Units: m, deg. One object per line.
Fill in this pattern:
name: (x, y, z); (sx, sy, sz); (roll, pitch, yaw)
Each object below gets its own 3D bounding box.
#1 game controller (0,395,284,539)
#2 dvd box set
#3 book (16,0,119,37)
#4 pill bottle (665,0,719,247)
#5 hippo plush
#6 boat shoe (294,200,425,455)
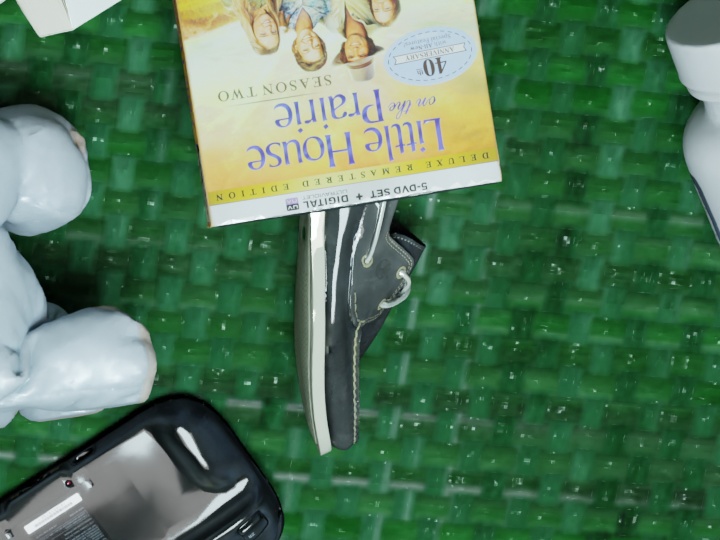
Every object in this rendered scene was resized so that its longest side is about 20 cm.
game controller: (-0.142, 0.150, 1.550); (0.200, 0.042, 0.104); (-33, 98, 4)
dvd box set: (-0.018, -0.129, 1.426); (0.146, 0.029, 0.200); (-8, 91, -5)
book: (-0.092, -0.203, 1.279); (0.200, 0.048, 0.134); (-39, 111, -38)
pill bottle: (0.230, -0.048, 1.483); (0.120, 0.120, 0.200); (-25, 113, 1)
hippo plush: (-0.205, -0.003, 1.433); (0.200, 0.159, 0.161); (-4, 84, -43)
boat shoe: (0.000, 0.000, 1.491); (0.068, 0.072, 0.200); (1, 108, -9)
